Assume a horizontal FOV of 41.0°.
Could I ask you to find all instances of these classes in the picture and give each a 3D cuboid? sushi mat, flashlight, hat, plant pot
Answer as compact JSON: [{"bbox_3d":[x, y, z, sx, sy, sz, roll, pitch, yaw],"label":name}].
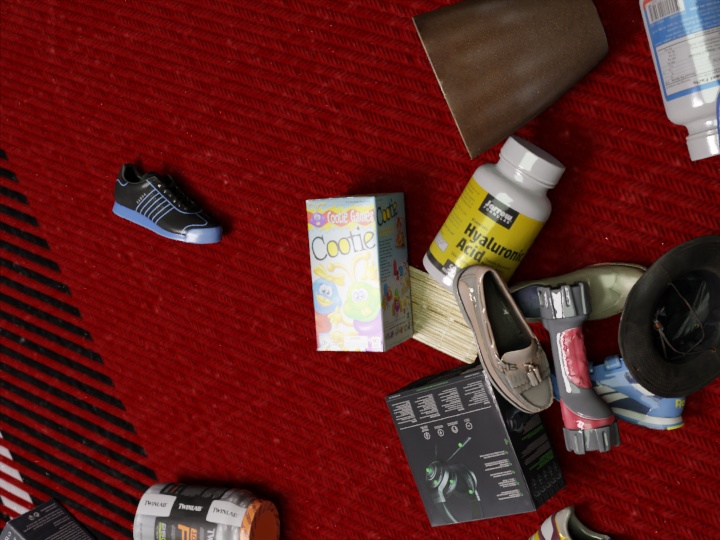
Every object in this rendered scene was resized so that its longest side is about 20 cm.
[{"bbox_3d":[0.084,0.049,1.330,0.199,0.012,0.096,24,106,19],"label":"sushi mat"},{"bbox_3d":[0.264,0.115,1.155,0.067,0.068,0.202,-9,92,-9],"label":"flashlight"},{"bbox_3d":[0.380,0.048,1.156,0.199,0.081,0.202,-4,104,-16],"label":"hat"},{"bbox_3d":[0.190,-0.261,1.169,0.199,0.187,0.188,-23,88,9],"label":"plant pot"}]

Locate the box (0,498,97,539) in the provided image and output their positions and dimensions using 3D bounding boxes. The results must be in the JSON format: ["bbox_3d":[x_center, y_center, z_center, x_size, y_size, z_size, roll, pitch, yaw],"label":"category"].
[{"bbox_3d":[-0.520,0.530,1.603,0.200,0.117,0.197,37,109,14],"label":"box"}]

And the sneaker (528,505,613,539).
[{"bbox_3d":[0.312,0.398,1.244,0.200,0.075,0.090,44,116,12],"label":"sneaker"}]

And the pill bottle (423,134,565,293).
[{"bbox_3d":[0.173,-0.065,1.223,0.111,0.111,0.201,35,109,16],"label":"pill bottle"}]

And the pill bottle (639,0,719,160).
[{"bbox_3d":[0.397,-0.233,1.103,0.112,0.112,0.202,-13,92,24],"label":"pill bottle"}]

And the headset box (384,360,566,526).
[{"bbox_3d":[0.152,0.229,1.260,0.174,0.093,0.201,-23,87,40],"label":"headset box"}]

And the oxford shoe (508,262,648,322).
[{"bbox_3d":[0.268,0.035,1.215,0.199,0.074,0.071,-14,89,24],"label":"oxford shoe"}]

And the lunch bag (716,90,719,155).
[{"bbox_3d":[0.481,-0.152,1.045,0.075,0.199,0.162,11,113,65],"label":"lunch bag"}]

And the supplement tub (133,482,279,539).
[{"bbox_3d":[-0.230,0.388,1.454,0.199,0.122,0.124,-2,96,24],"label":"supplement tub"}]

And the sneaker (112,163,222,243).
[{"bbox_3d":[-0.289,-0.101,1.443,0.199,0.070,0.078,19,111,21],"label":"sneaker"}]

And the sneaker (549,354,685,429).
[{"bbox_3d":[0.311,0.138,1.214,0.198,0.074,0.083,11,101,14],"label":"sneaker"}]

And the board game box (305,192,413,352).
[{"bbox_3d":[0.000,0.000,1.297,0.102,0.105,0.202,-1,97,25],"label":"board game box"}]

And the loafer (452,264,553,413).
[{"bbox_3d":[0.177,0.084,1.158,0.072,0.063,0.201,-31,93,-20],"label":"loafer"}]
